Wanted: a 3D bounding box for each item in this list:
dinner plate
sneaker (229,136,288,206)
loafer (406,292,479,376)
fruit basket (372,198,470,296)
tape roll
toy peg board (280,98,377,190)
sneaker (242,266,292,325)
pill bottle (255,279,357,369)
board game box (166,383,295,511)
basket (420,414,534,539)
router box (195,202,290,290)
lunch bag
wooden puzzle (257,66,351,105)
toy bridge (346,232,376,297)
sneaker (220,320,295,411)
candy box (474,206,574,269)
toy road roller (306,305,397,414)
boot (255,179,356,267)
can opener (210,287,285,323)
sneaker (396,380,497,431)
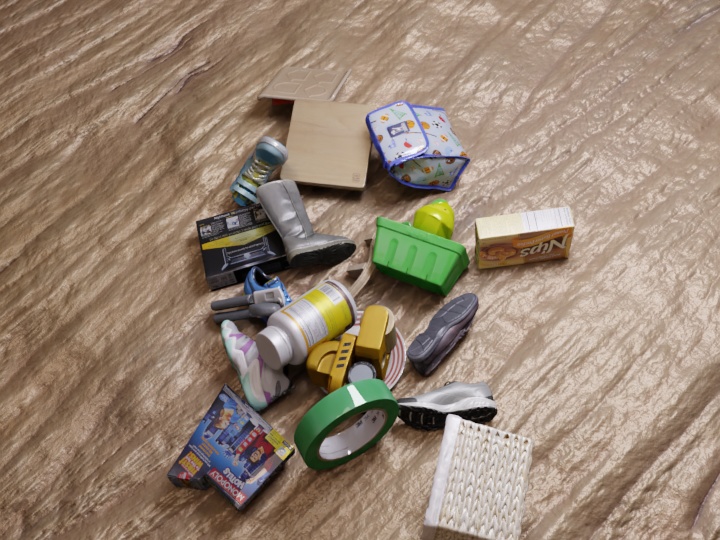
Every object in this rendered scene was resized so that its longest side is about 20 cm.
[{"bbox_3d":[-0.006,0.175,1.714,0.195,0.024,0.204,-3,59,4],"label":"dinner plate"},{"bbox_3d":[-0.229,-0.211,1.899,0.079,0.200,0.133,30,71,-11],"label":"sneaker"},{"bbox_3d":[0.170,0.127,1.712,0.200,0.064,0.071,-43,33,-23],"label":"loafer"},{"bbox_3d":[0.139,-0.071,1.788,0.210,0.156,0.221,-4,74,12],"label":"fruit basket"},{"bbox_3d":[-0.025,0.280,1.546,0.197,0.202,0.049,-28,58,-11],"label":"tape roll"},{"bbox_3d":[-0.066,-0.276,1.973,0.195,0.098,0.204,7,74,10],"label":"toy peg board"},{"bbox_3d":[-0.169,0.069,1.758,0.199,0.080,0.065,40,39,26],"label":"sneaker"},{"bbox_3d":[-0.106,0.108,1.661,0.109,0.111,0.198,39,52,26],"label":"pill bottle"},{"bbox_3d":[-0.254,0.355,1.609,0.199,0.062,0.200,37,70,25],"label":"board game box"},{"bbox_3d":[0.197,0.385,1.461,0.157,0.200,0.204,11,59,8],"label":"basket"},{"bbox_3d":[-0.252,-0.059,1.870,0.195,0.053,0.160,-15,57,-3],"label":"router box"},{"bbox_3d":[0.119,-0.278,1.882,0.196,0.125,0.172,1,50,-29],"label":"lunch bag"},{"bbox_3d":[-0.132,-0.440,2.070,0.195,0.047,0.186,4,34,14],"label":"wooden puzzle"},{"bbox_3d":[0.000,0.000,1.798,0.067,0.027,0.202,-11,44,53],"label":"toy bridge"},{"bbox_3d":[-0.192,0.169,1.715,0.137,0.078,0.203,-24,68,-10],"label":"sneaker"},{"bbox_3d":[0.337,-0.066,1.768,0.195,0.116,0.056,-8,58,2],"label":"candy box"},{"bbox_3d":[-0.018,0.164,1.635,0.143,0.124,0.203,11,60,13],"label":"toy road roller"},{"bbox_3d":[-0.118,-0.107,1.847,0.178,0.073,0.202,-4,50,-32],"label":"boot"},{"bbox_3d":[-0.233,0.073,1.734,0.197,0.066,0.054,-10,88,37],"label":"can opener"},{"bbox_3d":[0.159,0.252,1.626,0.195,0.075,0.081,-3,48,-3],"label":"sneaker"}]
